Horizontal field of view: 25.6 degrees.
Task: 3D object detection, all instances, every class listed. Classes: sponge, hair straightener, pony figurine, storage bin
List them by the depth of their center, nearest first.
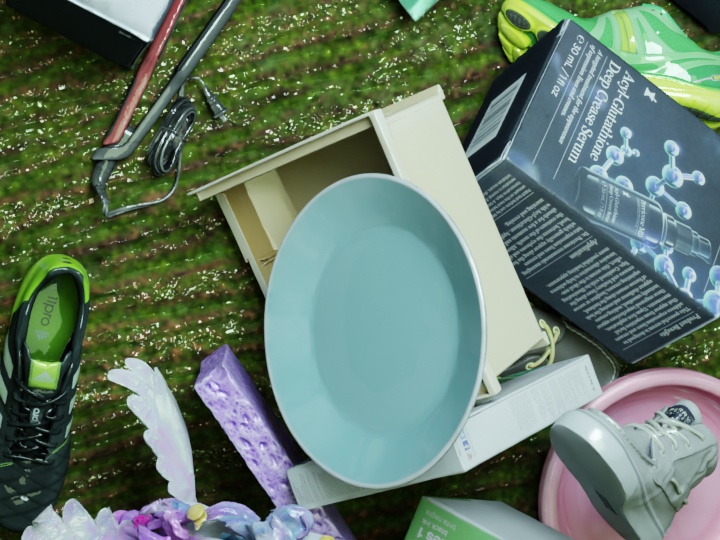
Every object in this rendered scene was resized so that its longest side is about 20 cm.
[{"bbox_3d":[-0.119,0.181,1.069,0.167,0.200,0.193,-57,145,-33],"label":"pony figurine"},{"bbox_3d":[0.000,0.000,1.113,0.094,0.198,0.200,-32,99,-51],"label":"storage bin"},{"bbox_3d":[-0.054,0.148,1.145,0.030,0.112,0.200,-33,98,-1],"label":"sponge"},{"bbox_3d":[-0.133,-0.124,1.161,0.077,0.041,0.200,27,83,-13],"label":"hair straightener"}]

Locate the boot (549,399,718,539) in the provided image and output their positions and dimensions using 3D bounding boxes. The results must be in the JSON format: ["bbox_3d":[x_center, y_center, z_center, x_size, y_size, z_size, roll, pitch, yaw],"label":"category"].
[{"bbox_3d":[0.200,0.124,1.131,0.074,0.200,0.096,37,80,31],"label":"boot"}]

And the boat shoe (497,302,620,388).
[{"bbox_3d":[0.114,0.056,1.215,0.201,0.061,0.072,18,85,-14],"label":"boat shoe"}]

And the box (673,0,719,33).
[{"bbox_3d":[0.276,-0.326,1.224,0.198,0.123,0.200,36,80,-11],"label":"box"}]

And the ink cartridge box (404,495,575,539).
[{"bbox_3d":[0.068,0.272,1.142,0.084,0.146,0.200,25,93,30],"label":"ink cartridge box"}]

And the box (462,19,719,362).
[{"bbox_3d":[0.178,-0.056,1.175,0.200,0.107,0.149,35,55,-13],"label":"box"}]

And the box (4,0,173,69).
[{"bbox_3d":[-0.155,-0.258,1.101,0.107,0.148,0.200,26,83,-13],"label":"box"}]

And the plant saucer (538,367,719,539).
[{"bbox_3d":[0.231,0.172,1.242,0.200,0.051,0.201,-2,99,-12],"label":"plant saucer"}]

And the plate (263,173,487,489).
[{"bbox_3d":[0.011,0.038,1.015,0.026,0.200,0.201,0,90,-44],"label":"plate"}]

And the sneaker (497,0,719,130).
[{"bbox_3d":[0.198,-0.170,1.242,0.200,0.074,0.084,21,60,-11],"label":"sneaker"}]

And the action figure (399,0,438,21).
[{"bbox_3d":[0.014,-0.300,1.193,0.118,0.055,0.200,-45,100,-9],"label":"action figure"}]

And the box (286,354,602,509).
[{"bbox_3d":[0.063,0.112,1.112,0.200,0.144,0.036,-16,87,-54],"label":"box"}]

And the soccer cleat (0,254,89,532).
[{"bbox_3d":[-0.230,0.087,1.115,0.067,0.081,0.200,10,88,-14],"label":"soccer cleat"}]
